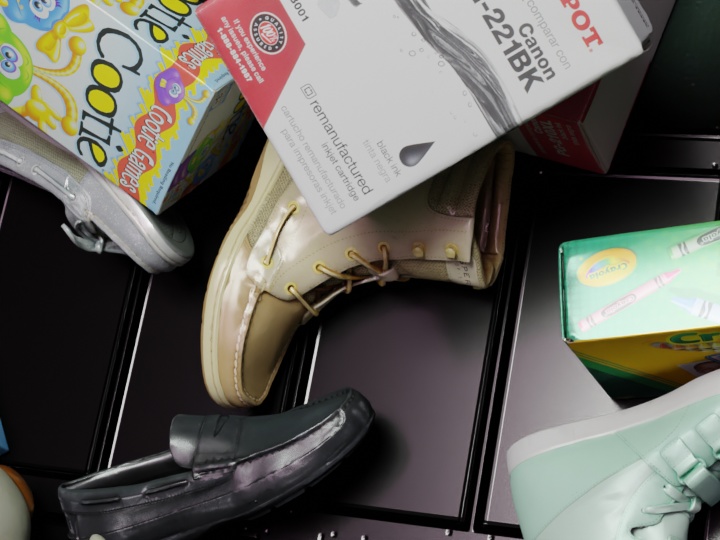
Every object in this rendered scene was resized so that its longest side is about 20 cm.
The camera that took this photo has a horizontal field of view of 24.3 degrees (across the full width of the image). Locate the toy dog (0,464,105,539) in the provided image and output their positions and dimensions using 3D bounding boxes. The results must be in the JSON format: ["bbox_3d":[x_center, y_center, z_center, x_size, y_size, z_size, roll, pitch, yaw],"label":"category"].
[{"bbox_3d":[-0.228,0.192,0.967,0.200,0.139,0.194,51,125,38],"label":"toy dog"}]

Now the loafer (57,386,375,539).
[{"bbox_3d":[-0.087,0.114,0.982,0.200,0.068,0.070,-27,100,13],"label":"loafer"}]

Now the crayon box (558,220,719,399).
[{"bbox_3d":[0.215,0.018,0.881,0.200,0.119,0.058,-7,69,19],"label":"crayon box"}]

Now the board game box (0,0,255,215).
[{"bbox_3d":[-0.162,-0.146,1.037,0.200,0.103,0.105,35,126,7],"label":"board game box"}]

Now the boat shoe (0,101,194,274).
[{"bbox_3d":[-0.182,-0.052,1.087,0.202,0.074,0.065,40,94,31],"label":"boat shoe"}]

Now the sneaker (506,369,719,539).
[{"bbox_3d":[0.179,0.124,0.879,0.200,0.074,0.118,-22,58,23],"label":"sneaker"}]

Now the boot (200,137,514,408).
[{"bbox_3d":[0.000,0.000,0.999,0.155,0.073,0.200,13,73,23],"label":"boot"}]

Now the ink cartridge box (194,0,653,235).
[{"bbox_3d":[0.037,-0.133,0.902,0.200,0.084,0.144,-30,94,16],"label":"ink cartridge box"}]

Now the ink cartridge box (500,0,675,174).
[{"bbox_3d":[0.076,-0.160,1.017,0.200,0.084,0.145,18,78,25],"label":"ink cartridge box"}]

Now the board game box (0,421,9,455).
[{"bbox_3d":[-0.344,0.092,1.112,0.200,0.040,0.153,-26,64,10],"label":"board game box"}]

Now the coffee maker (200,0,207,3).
[{"bbox_3d":[-0.121,-0.248,0.985,0.192,0.135,0.200,-45,85,12],"label":"coffee maker"}]
